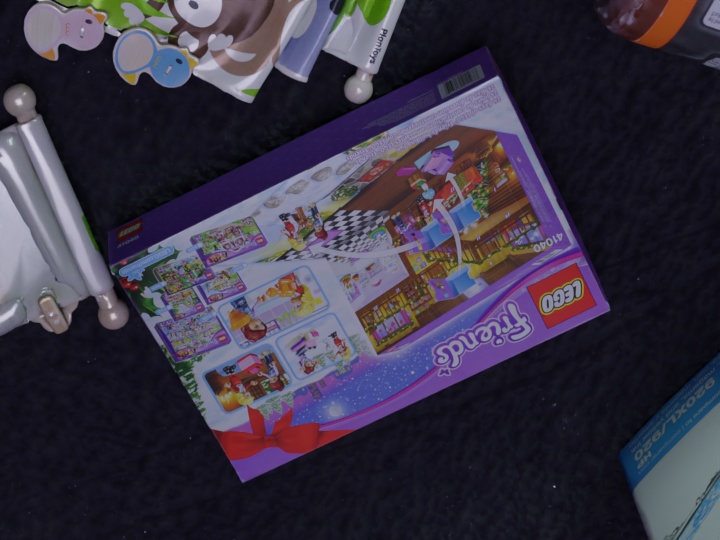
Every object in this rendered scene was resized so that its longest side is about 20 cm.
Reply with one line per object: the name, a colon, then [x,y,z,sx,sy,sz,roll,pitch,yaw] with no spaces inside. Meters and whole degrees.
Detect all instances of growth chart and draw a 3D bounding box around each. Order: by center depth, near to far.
growth chart: [-0.068,-0.145,0.972,0.198,0.018,0.146,13,111,-8]
growth chart: [-0.223,-0.014,1.007,0.198,0.018,0.146,-15,111,3]

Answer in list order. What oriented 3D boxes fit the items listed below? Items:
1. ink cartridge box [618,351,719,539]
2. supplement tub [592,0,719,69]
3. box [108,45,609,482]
ink cartridge box: [0.230,0.126,0.998,0.147,0.200,0.145,41,104,-17]
supplement tub: [0.173,-0.138,0.941,0.198,0.107,0.108,17,110,-9]
box: [0.000,0.000,1.014,0.199,0.039,0.137,-25,118,7]
